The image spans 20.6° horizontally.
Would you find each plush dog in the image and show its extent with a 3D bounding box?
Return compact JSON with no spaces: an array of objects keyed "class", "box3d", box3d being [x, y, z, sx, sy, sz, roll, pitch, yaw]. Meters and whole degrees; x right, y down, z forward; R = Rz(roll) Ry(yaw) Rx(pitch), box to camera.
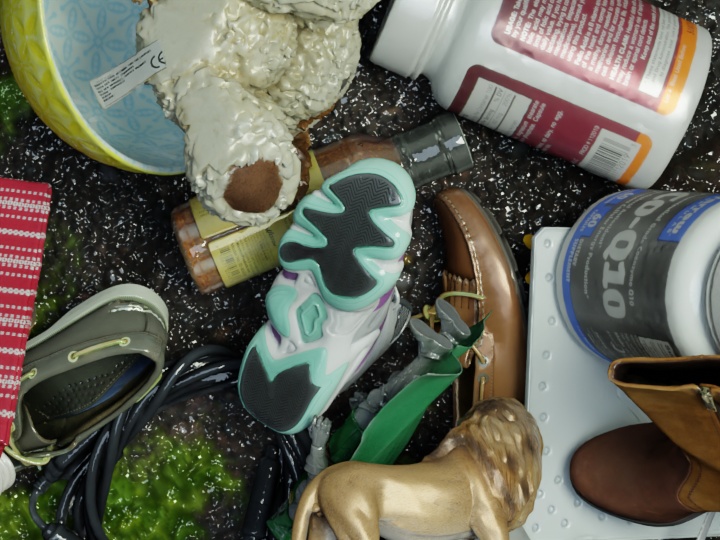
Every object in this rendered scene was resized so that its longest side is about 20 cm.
[{"class":"plush dog","box3d":[-0.059,-0.135,1.205,0.160,0.171,0.201,27,95,24]}]

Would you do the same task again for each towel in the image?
[{"class":"towel","box3d":[-0.279,0.024,1.254,0.143,0.023,0.202,6,58,-2]}]

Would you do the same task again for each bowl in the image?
[{"class":"bowl","box3d":[-0.161,-0.159,1.245,0.107,0.199,0.202,0,95,40]}]

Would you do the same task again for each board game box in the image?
[{"class":"board game box","box3d":[0.193,0.074,1.295,0.198,0.026,0.202,1,94,-23]}]

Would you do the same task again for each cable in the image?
[{"class":"cable","box3d":[-0.108,0.145,1.305,0.200,0.051,0.163,-41,94,0]}]

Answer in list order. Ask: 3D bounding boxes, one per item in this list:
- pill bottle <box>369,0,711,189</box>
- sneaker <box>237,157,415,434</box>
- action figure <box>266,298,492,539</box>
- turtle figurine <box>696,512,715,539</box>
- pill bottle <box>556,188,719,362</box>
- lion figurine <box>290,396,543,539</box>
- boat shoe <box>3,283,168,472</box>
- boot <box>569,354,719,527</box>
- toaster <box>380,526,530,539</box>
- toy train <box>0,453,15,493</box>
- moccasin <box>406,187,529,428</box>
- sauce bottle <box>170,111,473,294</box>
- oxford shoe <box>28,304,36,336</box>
[{"class":"pill bottle","box3d":[0.114,-0.140,1.266,0.198,0.114,0.115,23,92,-4]},{"class":"sneaker","box3d":[0.000,0.000,1.260,0.078,0.140,0.201,37,121,13]},{"class":"action figure","box3d":[0.000,0.106,1.248,0.055,0.118,0.200,42,117,10]},{"class":"turtle figurine","box3d":[0.297,0.106,1.244,0.199,0.143,0.196,-13,96,-40]},{"class":"pill bottle","box3d":[0.209,0.010,1.175,0.113,0.200,0.115,-1,94,-22]},{"class":"lion figurine","box3d":[0.030,0.141,1.173,0.198,0.072,0.124,-2,79,-33]},{"class":"boat shoe","box3d":[-0.206,0.087,1.270,0.201,0.061,0.072,-35,124,15]},{"class":"boot","box3d":[0.182,0.100,1.147,0.187,0.200,0.069,9,74,30]},{"class":"toaster","box3d":[0.040,0.259,1.259,0.180,0.118,0.201,-31,94,-25]},{"class":"toy train","box3d":[-0.223,0.210,1.293,0.149,0.056,0.201,-29,101,13]},{"class":"moccasin","box3d":[0.070,0.047,1.301,0.077,0.074,0.203,-10,103,-10]},{"class":"sauce bottle","box3d":[-0.024,-0.047,1.291,0.198,0.066,0.067,-20,94,-1]},{"class":"oxford shoe","box3d":[-0.305,0.061,1.295,0.198,0.072,0.072,-14,124,-4]}]
